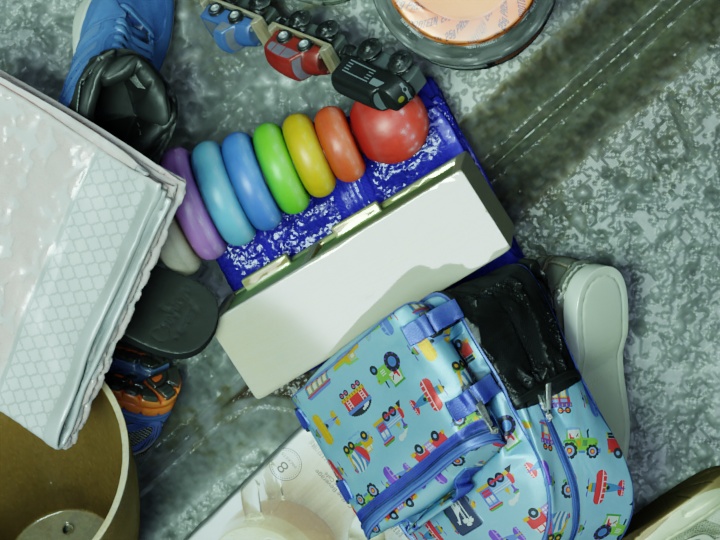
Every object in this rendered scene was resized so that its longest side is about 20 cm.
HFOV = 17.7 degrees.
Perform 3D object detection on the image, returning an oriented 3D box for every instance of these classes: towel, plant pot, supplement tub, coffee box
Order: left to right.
[{"bbox_3d":[-0.225,-0.012,1.479,0.191,0.032,0.200,30,105,22],"label":"towel"},{"bbox_3d":[-0.226,0.171,1.572,0.186,0.200,0.187,-3,63,7],"label":"plant pot"},{"bbox_3d":[-0.062,0.207,1.622,0.114,0.080,0.200,45,101,0],"label":"coffee box"},{"bbox_3d":[-0.004,-0.026,1.600,0.200,0.050,0.148,-28,92,11],"label":"towel"},{"bbox_3d":[0.068,-0.191,1.487,0.122,0.200,0.123,0,93,3],"label":"supplement tub"}]

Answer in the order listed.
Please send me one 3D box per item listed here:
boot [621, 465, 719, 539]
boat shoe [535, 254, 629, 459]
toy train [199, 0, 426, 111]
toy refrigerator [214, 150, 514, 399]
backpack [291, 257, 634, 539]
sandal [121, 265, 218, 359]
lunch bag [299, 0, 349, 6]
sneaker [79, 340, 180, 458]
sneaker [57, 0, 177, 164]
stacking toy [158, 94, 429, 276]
[{"bbox_3d":[0.213,0.250,1.595,0.200,0.072,0.155,-37,94,10],"label":"boot"},{"bbox_3d":[0.142,0.087,1.587,0.060,0.072,0.202,19,116,42],"label":"boat shoe"},{"bbox_3d":[-0.039,-0.149,1.550,0.200,0.034,0.046,26,70,38],"label":"toy train"},{"bbox_3d":[0.000,0.000,1.546,0.200,0.076,0.070,-32,98,12],"label":"toy refrigerator"},{"bbox_3d":[0.074,0.121,1.520,0.182,0.134,0.200,-35,79,44],"label":"backpack"},{"bbox_3d":[-0.188,0.001,1.518,0.199,0.045,0.075,17,68,10],"label":"sandal"},{"bbox_3d":[-0.075,-0.257,1.520,0.199,0.168,0.140,18,100,5],"label":"lunch bag"},{"bbox_3d":[-0.227,0.082,1.635,0.200,0.075,0.079,20,121,14],"label":"sneaker"},{"bbox_3d":[-0.154,-0.133,1.538,0.077,0.111,0.200,39,59,-25],"label":"sneaker"},{"bbox_3d":[-0.049,-0.070,1.542,0.200,0.085,0.086,-22,94,6],"label":"stacking toy"}]
